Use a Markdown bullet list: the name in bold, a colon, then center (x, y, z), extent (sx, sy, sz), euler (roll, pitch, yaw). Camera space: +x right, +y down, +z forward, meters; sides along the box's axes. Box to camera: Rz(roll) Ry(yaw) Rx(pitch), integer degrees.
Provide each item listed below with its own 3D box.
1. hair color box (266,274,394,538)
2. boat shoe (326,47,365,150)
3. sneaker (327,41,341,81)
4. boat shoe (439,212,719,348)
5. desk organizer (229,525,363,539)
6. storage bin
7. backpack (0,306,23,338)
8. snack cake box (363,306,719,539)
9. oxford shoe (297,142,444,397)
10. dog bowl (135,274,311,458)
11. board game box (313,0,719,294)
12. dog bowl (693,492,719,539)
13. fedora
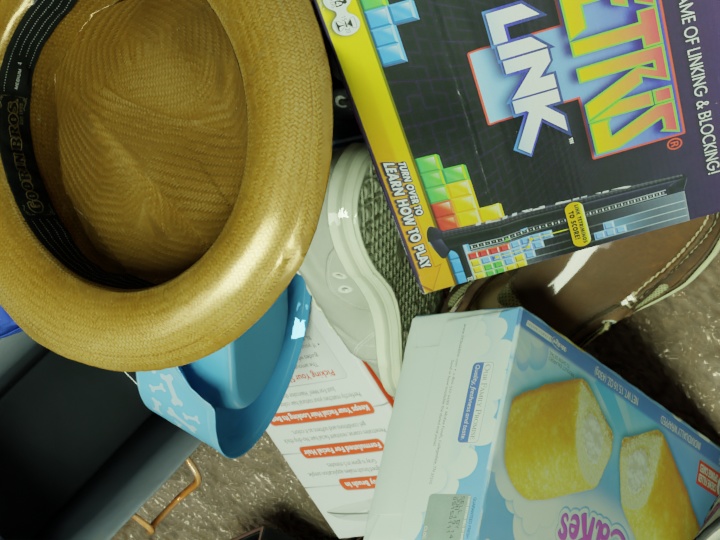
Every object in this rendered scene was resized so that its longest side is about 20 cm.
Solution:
- **hair color box**: center (-0.012, 0.053, 0.976), extent (0.111, 0.064, 0.201), euler (-12, 116, 46)
- **boat shoe**: center (0.021, -0.095, 0.810), extent (0.200, 0.070, 0.066), euler (-9, 122, 54)
- **sneaker**: center (0.060, -0.144, 0.695), extent (0.115, 0.075, 0.201), euler (16, 131, -4)
- **boat shoe**: center (0.100, 0.007, 0.825), extent (0.075, 0.075, 0.202), euler (44, 142, -2)
- **desk organizer**: center (-0.020, 0.193, 1.079), extent (0.077, 0.072, 0.200), euler (24, 150, -22)
- **storage bin**: center (-0.173, 0.100, 1.068), extent (0.146, 0.200, 0.134), euler (46, 153, -5)
- **backpack**: center (-0.173, -0.066, 0.932), extent (0.199, 0.163, 0.168), euler (-23, 119, 36)
- **snack cake box**: center (0.096, 0.110, 0.826), extent (0.067, 0.116, 0.200), euler (-7, 151, 40)
- **oxford shoe**: center (0.000, 0.000, 0.851), extent (0.057, 0.076, 0.200), euler (7, 154, 19)
- **dog bowl**: center (-0.068, -0.003, 0.830), extent (0.049, 0.112, 0.201), euler (16, 133, 17)
- **board game box**: center (0.075, -0.092, 0.672), extent (0.164, 0.057, 0.200), euler (-15, 136, 8)
- **dog bowl**: center (0.242, 0.152, 0.803), extent (0.199, 0.074, 0.201), euler (9, 124, 13)
- **fedora**: center (-0.075, -0.056, 0.700), extent (0.200, 0.082, 0.202), euler (-4, 84, 33)
